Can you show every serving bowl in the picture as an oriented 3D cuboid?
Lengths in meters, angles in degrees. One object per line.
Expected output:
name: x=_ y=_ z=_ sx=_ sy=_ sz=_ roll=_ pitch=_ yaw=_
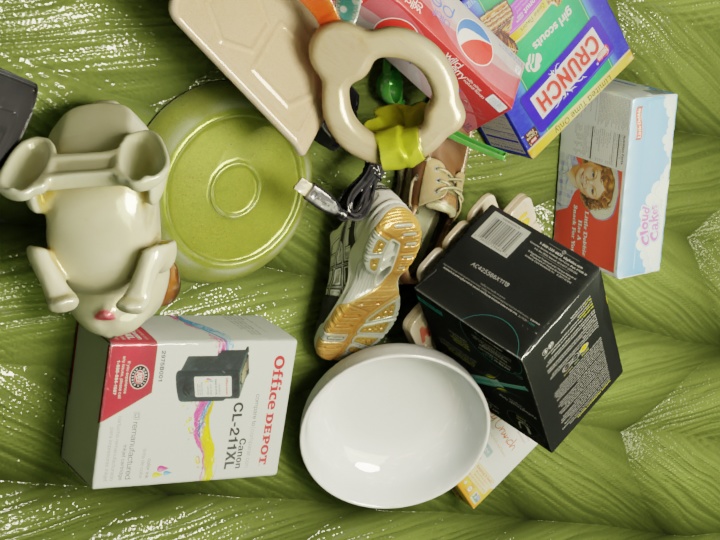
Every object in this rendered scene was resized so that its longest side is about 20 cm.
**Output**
serving bowl: x=0.033 y=0.153 z=1.532 sx=0.200 sy=0.066 sz=0.200 roll=-3 pitch=122 yaw=-5

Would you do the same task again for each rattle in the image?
rattle: x=0.011 y=-0.199 z=1.350 sx=0.200 sy=0.130 sz=0.143 roll=48 pitch=31 yaw=-8

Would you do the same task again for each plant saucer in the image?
plant saucer: x=-0.125 y=-0.079 z=1.392 sx=0.200 sy=0.031 sz=0.200 roll=-11 pitch=112 yaw=-30

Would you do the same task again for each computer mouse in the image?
computer mouse: x=-0.050 y=-0.136 z=1.388 sx=0.200 sy=0.046 sz=0.141 roll=42 pitch=56 yaw=-30

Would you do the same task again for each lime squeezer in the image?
lime squeezer: x=0.062 y=-0.175 z=1.456 sx=0.071 sy=0.038 sz=0.200 roll=-34 pitch=104 yaw=22

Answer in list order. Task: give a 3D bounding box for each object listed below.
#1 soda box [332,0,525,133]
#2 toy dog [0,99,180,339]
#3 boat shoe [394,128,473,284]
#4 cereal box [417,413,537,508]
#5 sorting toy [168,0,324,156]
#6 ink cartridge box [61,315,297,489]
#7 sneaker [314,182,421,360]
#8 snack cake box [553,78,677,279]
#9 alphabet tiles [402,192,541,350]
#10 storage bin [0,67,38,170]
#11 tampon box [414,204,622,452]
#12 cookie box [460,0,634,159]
soda box: x=0.064 y=-0.224 z=1.381 sx=0.200 sy=0.063 sz=0.070 roll=39 pitch=48 yaw=-25
toy dog: x=-0.228 y=-0.032 z=1.274 sx=0.139 sy=0.194 sz=0.200 roll=-9 pitch=126 yaw=-7
boat shoe: x=0.076 y=-0.076 z=1.501 sx=0.076 sy=0.074 sz=0.200 roll=16 pitch=97 yaw=-37
cereal box: x=0.158 y=0.153 z=1.657 sx=0.200 sy=0.040 sz=0.144 roll=-43 pitch=124 yaw=-13
sorting toy: x=-0.079 y=-0.232 z=1.327 sx=0.200 sy=0.036 sz=0.185 roll=49 pitch=52 yaw=-32
ink cartridge box: x=-0.171 y=0.122 z=1.397 sx=0.200 sy=0.083 sz=0.146 roll=0 pitch=105 yaw=-34
sneaker: x=0.000 y=0.000 z=1.480 sx=0.076 sy=0.088 sz=0.200 roll=3 pitch=128 yaw=-33
snack cake box: x=0.277 y=-0.104 z=1.602 sx=0.067 sy=0.115 sz=0.200 roll=-9 pitch=111 yaw=-32
alphabet tiles: x=0.123 y=0.012 z=1.556 sx=0.200 sy=0.015 sz=0.196 roll=-47 pitch=147 yaw=-15
storage bin: x=-0.335 y=-0.108 z=1.126 sx=0.094 sy=0.200 sz=0.135 roll=24 pitch=92 yaw=0
tampon box: x=0.166 y=0.062 z=1.502 sx=0.126 sy=0.150 sz=0.200 roll=-46 pitch=147 yaw=-16
cookie box: x=0.170 y=-0.246 z=1.506 sx=0.171 sy=0.075 sz=0.200 roll=-45 pitch=126 yaw=-15
